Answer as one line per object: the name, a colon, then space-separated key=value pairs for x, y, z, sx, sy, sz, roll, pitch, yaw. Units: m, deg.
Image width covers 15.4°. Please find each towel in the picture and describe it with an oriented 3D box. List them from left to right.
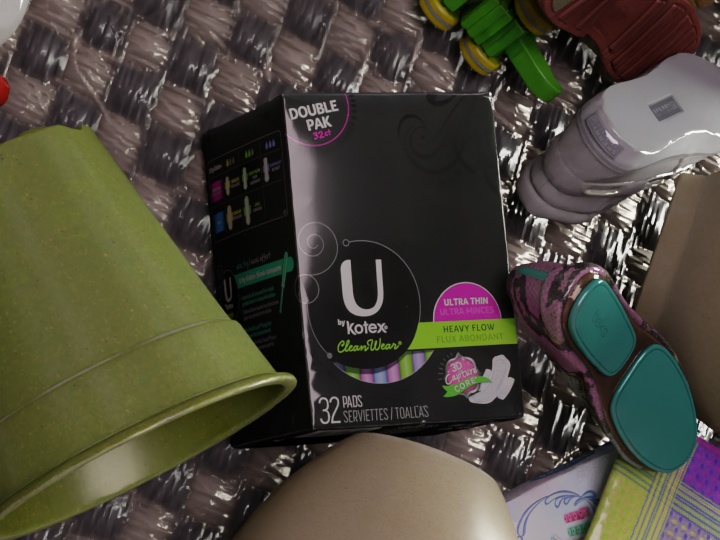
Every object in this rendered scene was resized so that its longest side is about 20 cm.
towel: x=0.228 y=0.192 z=1.705 sx=0.200 sy=0.023 sz=0.144 roll=32 pitch=69 yaw=-19

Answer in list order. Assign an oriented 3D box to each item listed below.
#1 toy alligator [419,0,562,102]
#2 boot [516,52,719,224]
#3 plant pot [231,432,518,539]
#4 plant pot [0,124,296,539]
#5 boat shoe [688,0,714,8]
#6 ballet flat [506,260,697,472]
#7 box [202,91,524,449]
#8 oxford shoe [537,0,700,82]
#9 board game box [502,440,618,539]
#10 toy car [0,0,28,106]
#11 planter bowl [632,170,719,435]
toy alligator: x=0.065 y=-0.193 z=1.717 sx=0.200 sy=0.059 sz=0.054 roll=48 pitch=26 yaw=-12
boot: x=0.176 y=-0.083 z=1.739 sx=0.200 sy=0.096 sz=0.074 roll=-13 pitch=69 yaw=-53
plant pot: x=0.016 y=0.173 z=1.549 sx=0.200 sy=0.200 sz=0.135 roll=26 pitch=73 yaw=-20
plant pot: x=-0.166 y=0.025 z=1.510 sx=0.200 sy=0.200 sz=0.190 roll=-22 pitch=79 yaw=-27
boat shoe: x=0.149 y=-0.231 z=1.760 sx=0.199 sy=0.071 sz=0.070 roll=15 pitch=51 yaw=-17
ballet flat: x=0.145 y=0.052 z=1.628 sx=0.069 sy=0.071 sz=0.200 roll=-52 pitch=137 yaw=-12
box: x=0.000 y=0.000 z=1.613 sx=0.148 sy=0.124 sz=0.201 roll=-1 pitch=82 yaw=-27
oxford shoe: x=0.160 y=-0.180 z=1.723 sx=0.070 sy=0.200 sz=0.075 roll=-41 pitch=59 yaw=10
board game box: x=0.143 y=0.228 z=1.691 sx=0.199 sy=0.043 sz=0.201 roll=-23 pitch=92 yaw=-29
toy car: x=-0.270 y=-0.113 z=1.494 sx=0.200 sy=0.175 sz=0.150 roll=-56 pitch=138 yaw=-22
planter bowl: x=0.248 y=0.013 z=1.709 sx=0.134 sy=0.200 sz=0.201 roll=19 pitch=72 yaw=5
